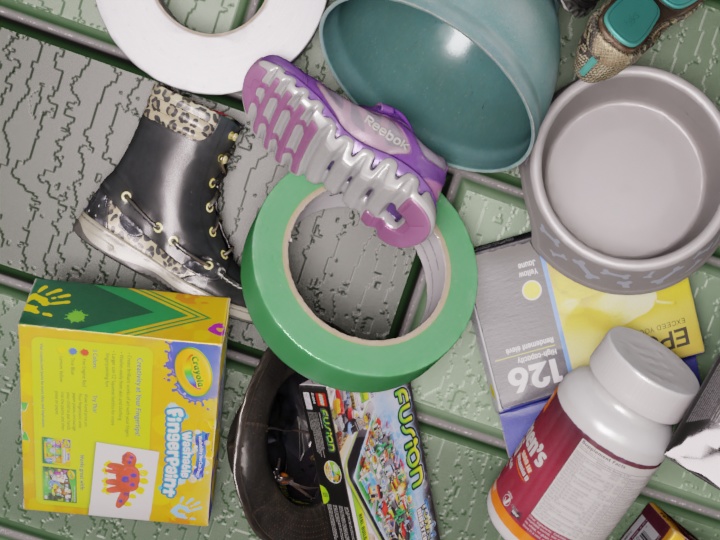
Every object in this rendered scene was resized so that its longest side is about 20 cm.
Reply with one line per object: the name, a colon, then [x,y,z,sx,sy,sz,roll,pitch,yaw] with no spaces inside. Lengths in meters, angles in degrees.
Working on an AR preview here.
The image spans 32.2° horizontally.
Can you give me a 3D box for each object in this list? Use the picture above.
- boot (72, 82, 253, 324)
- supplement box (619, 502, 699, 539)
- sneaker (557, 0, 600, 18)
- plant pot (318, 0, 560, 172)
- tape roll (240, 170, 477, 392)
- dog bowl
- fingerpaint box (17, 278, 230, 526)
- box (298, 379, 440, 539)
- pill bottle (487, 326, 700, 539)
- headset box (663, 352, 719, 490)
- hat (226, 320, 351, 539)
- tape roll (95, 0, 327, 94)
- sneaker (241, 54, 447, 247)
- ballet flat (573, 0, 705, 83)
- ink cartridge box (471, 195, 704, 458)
boot: [-0.128,-0.054,1.080,0.202,0.073,0.155,27,93,-8]
supplement box: [0.317,0.326,1.151,0.199,0.086,0.111,39,94,-7]
sneaker: [0.183,-0.268,1.016,0.079,0.200,0.074,35,126,2]
plant pot: [0.083,-0.197,1.023,0.199,0.200,0.135,36,68,-7]
tape roll: [0.000,0.000,1.054,0.198,0.048,0.203,7,66,-15]
dog bowl: [0.230,-0.083,1.070,0.197,0.059,0.203,0,81,2]
fingerpaint box: [-0.201,0.114,1.065,0.165,0.074,0.202,6,123,-3]
box: [0.011,0.177,1.100,0.034,0.110,0.202,-1,106,41]
pill bottle: [0.201,0.154,1.082,0.109,0.110,0.201,26,114,-6]
headset box: [0.336,0.118,1.071,0.075,0.200,0.150,30,91,22]
hat: [-0.065,0.144,1.101,0.199,0.080,0.203,0,90,-48]
tape roll: [-0.124,-0.250,1.053,0.198,0.066,0.203,-1,99,-3]
sneaker: [-0.007,-0.111,1.033,0.200,0.081,0.089,39,53,-3]
ballet flat: [0.236,-0.219,1.061,0.068,0.075,0.200,45,53,2]
ink cartridge box: [0.205,0.054,1.127,0.195,0.047,0.202,-16,97,-1]
